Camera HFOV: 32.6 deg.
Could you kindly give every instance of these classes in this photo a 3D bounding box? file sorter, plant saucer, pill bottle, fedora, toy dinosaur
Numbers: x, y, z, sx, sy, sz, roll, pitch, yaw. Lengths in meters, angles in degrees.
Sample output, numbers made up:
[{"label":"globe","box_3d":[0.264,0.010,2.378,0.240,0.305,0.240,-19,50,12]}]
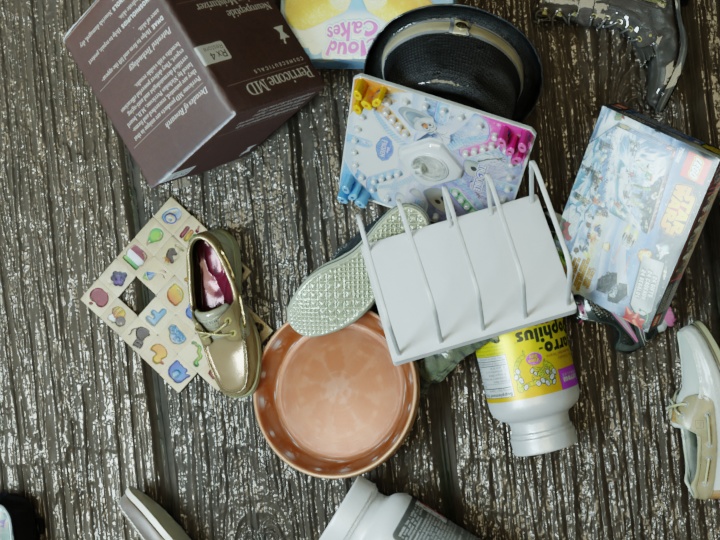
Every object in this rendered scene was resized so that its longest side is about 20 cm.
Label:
[{"label":"file sorter","box_3d":[0.105,-0.011,1.262,0.200,0.125,0.139,-17,66,2]},{"label":"plant saucer","box_3d":[-0.027,0.138,1.416,0.200,0.032,0.201,-3,79,18]},{"label":"pill bottle","box_3d":[0.059,0.322,1.386,0.200,0.116,0.116,32,93,5]},{"label":"fedora","box_3d":[0.100,-0.193,1.348,0.200,0.092,0.201,4,133,4]},{"label":"toy dinosaur","box_3d":[0.092,0.077,1.384,0.047,0.200,0.088,-4,67,-33]},{"label":"pill bottle","box_3d":[0.184,0.101,1.377,0.104,0.104,0.200,-14,89,6]}]

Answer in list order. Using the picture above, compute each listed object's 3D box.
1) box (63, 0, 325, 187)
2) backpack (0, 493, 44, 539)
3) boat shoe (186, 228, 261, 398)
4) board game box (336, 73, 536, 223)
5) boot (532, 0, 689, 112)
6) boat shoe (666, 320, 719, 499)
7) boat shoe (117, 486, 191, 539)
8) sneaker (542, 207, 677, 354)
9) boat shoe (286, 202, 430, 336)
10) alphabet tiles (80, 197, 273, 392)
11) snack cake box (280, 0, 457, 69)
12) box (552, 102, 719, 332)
[{"label":"box","box_3d":[-0.183,-0.230,1.358,0.164,0.166,0.200,-35,86,39]},{"label":"backpack","box_3d":[-0.484,0.359,1.434,0.200,0.151,0.178,-7,91,11]},{"label":"boat shoe","box_3d":[-0.166,0.051,1.422,0.074,0.066,0.200,-15,85,17]},{"label":"board game box","box_3d":[0.075,-0.112,1.352,0.200,0.200,0.026,18,56,6]},{"label":"boot","box_3d":[0.281,-0.282,1.392,0.174,0.069,0.200,7,83,9]},{"label":"boat shoe","box_3d":[0.379,0.159,1.372,0.068,0.075,0.200,-15,89,0]},{"label":"boat shoe","box_3d":[-0.218,0.340,1.439,0.060,0.072,0.200,-43,92,1]},{"label":"sneaker","box_3d":[0.258,0.015,1.383,0.200,0.080,0.086,44,96,5]},{"label":"boat shoe","box_3d":[0.000,0.000,1.388,0.200,0.062,0.075,-44,93,9]},{"label":"alphabet tiles","box_3d":[-0.208,0.040,1.469,0.200,0.008,0.167,43,94,4]},{"label":"snack cake box","box_3d":[0.010,-0.292,1.414,0.200,0.067,0.115,1,89,6]},{"label":"box","box_3d":[0.283,-0.055,1.280,0.137,0.040,0.200,32,118,28]}]
